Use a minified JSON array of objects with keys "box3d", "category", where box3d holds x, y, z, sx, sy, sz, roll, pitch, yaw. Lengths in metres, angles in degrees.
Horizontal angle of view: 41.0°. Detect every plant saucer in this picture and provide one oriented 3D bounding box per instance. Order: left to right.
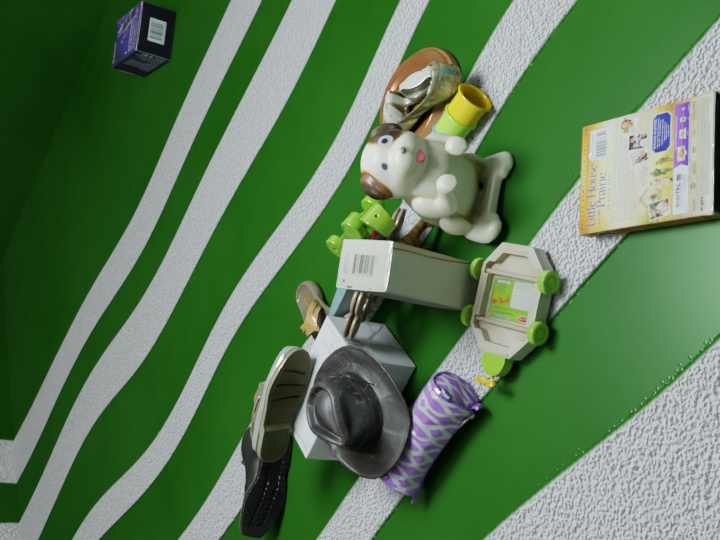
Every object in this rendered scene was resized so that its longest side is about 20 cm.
[{"box3d":[0.000,0.000,1.607,0.201,0.039,0.202,-158,90,-86],"category":"plant saucer"},{"box3d":[0.091,-0.275,1.601,0.200,0.037,0.201,-23,61,52],"category":"plant saucer"}]

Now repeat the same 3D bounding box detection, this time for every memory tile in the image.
[{"box3d":[0.023,0.004,1.504,0.200,0.017,0.154,-58,-16,-51],"category":"memory tile"}]

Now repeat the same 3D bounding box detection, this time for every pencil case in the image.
[{"box3d":[0.099,0.239,1.402,0.085,0.084,0.200,38,119,14],"category":"pencil case"}]

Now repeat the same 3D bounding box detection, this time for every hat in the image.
[{"box3d":[-0.025,0.210,1.405,0.200,0.081,0.201,2,93,43],"category":"hat"}]

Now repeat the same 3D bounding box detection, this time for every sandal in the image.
[{"box3d":[-0.084,0.084,1.742,0.081,0.054,0.200,-64,36,22],"category":"sandal"}]

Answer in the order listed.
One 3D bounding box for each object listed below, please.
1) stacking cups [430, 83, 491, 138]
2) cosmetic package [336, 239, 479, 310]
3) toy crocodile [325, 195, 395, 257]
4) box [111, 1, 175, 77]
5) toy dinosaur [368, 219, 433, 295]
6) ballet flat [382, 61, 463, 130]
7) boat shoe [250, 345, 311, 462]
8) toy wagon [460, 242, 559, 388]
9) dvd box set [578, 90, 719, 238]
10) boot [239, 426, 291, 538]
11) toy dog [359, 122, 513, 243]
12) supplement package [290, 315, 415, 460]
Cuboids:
[{"box3d":[0.127,-0.201,1.512,0.200,0.060,0.061,-53,41,39],"category":"stacking cups"},{"box3d":[0.073,0.008,1.381,0.103,0.200,0.073,5,85,45],"category":"cosmetic package"},{"box3d":[0.001,-0.058,1.456,0.068,0.062,0.200,-49,3,-24],"category":"toy crocodile"},{"box3d":[-0.613,-0.649,2.717,0.200,0.104,0.149,-10,73,55],"category":"box"},{"box3d":[0.054,-0.014,1.491,0.060,0.106,0.200,25,62,26],"category":"toy dinosaur"},{"box3d":[0.078,-0.272,1.527,0.200,0.071,0.071,-29,57,50],"category":"ballet flat"},{"box3d":[-0.139,0.206,1.551,0.068,0.075,0.201,37,112,49],"category":"boat shoe"},{"box3d":[0.201,0.064,1.331,0.155,0.039,0.201,14,93,57],"category":"toy wagon"},{"box3d":[0.350,-0.122,1.167,0.200,0.029,0.147,-10,73,54],"category":"dvd box set"},{"box3d":[-0.197,0.393,1.815,0.138,0.077,0.201,-6,62,60],"category":"boot"},{"box3d":[0.094,-0.141,1.395,0.194,0.200,0.140,12,82,56],"category":"toy dog"},{"box3d":[-0.023,0.193,1.556,0.121,0.119,0.200,52,123,48],"category":"supplement package"}]
